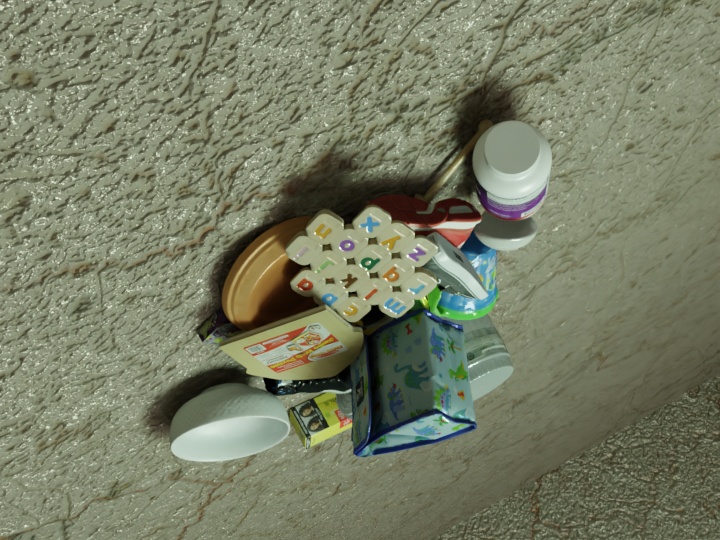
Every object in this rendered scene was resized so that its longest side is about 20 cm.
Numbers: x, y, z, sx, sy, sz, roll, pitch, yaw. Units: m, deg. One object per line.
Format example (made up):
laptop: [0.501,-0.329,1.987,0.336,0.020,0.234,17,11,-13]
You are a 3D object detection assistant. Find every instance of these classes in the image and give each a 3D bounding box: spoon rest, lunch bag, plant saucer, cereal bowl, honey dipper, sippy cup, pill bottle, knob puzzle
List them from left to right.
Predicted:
cereal bowl: [-0.221,0.246,1.400,0.198,0.084,0.201,-10,150,-6]
plant saucer: [-0.106,0.014,1.210,0.199,0.037,0.201,-31,146,-24]
knob puzzle: [-0.086,0.113,1.257,0.217,0.031,0.220,-7,148,-4]
lunch bag: [0.059,0.175,1.260,0.127,0.171,0.199,24,141,-38]
honey dipper: [0.131,-0.145,1.258,0.200,0.038,0.038,-50,148,20]
sippy cup: [0.174,-0.009,1.416,0.138,0.179,0.131,4,132,0]
spoon rest: [0.234,-0.083,1.352,0.098,0.200,0.061,1,109,10]
pill bottle: [0.221,-0.147,1.223,0.112,0.113,0.200,-35,165,2]

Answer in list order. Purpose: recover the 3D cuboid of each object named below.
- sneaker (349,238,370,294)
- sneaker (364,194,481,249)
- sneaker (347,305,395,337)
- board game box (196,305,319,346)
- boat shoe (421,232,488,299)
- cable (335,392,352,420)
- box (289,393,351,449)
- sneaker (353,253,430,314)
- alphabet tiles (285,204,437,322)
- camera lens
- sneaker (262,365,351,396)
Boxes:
sneaker: [0.000,0.000,1.299,0.090,0.076,0.200,-27,150,-5]
sneaker: [0.081,-0.044,1.240,0.198,0.079,0.116,1,129,-29]
sneaker: [-0.034,0.094,1.337,0.199,0.075,0.090,-24,153,-15]
board game box: [-0.150,0.081,1.312,0.120,0.032,0.200,-47,149,13]
boat shoe: [0.130,0.002,1.243,0.056,0.069,0.200,-33,146,15]
cable: [0.025,0.169,1.464,0.069,0.200,0.202,19,91,-16]
box: [-0.038,0.276,1.668,0.199,0.076,0.050,-20,148,-22]
sneaker: [0.048,0.020,1.237,0.083,0.075,0.200,-18,141,16]
alphabet tiles: [0.002,-0.007,1.139,0.199,0.015,0.196,30,129,-22]
camera lens: [0.166,0.126,1.512,0.159,0.201,0.160,-23,156,-11]
sneaker: [-0.085,0.178,1.401,0.199,0.074,0.111,-18,169,41]
